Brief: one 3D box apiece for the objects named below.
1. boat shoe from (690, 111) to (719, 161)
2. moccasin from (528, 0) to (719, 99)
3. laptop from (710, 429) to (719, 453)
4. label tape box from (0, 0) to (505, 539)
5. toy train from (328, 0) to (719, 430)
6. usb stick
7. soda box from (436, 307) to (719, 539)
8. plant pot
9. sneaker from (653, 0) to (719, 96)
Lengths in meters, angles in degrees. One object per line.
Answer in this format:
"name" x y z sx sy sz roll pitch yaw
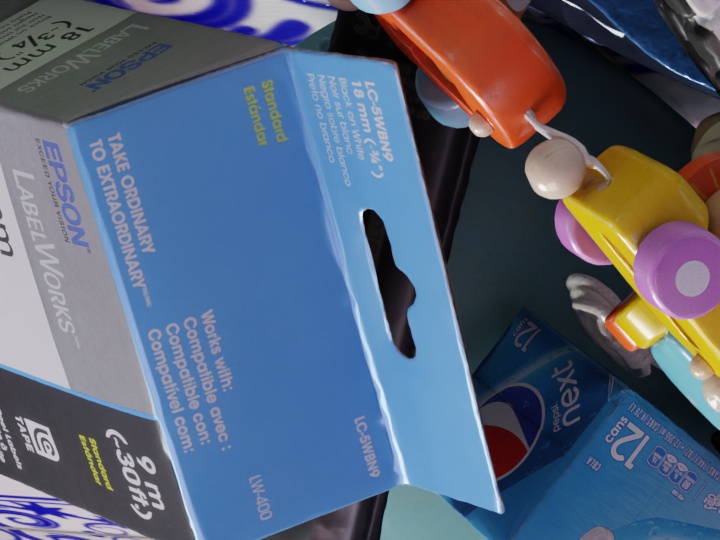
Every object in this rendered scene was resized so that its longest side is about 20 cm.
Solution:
"boat shoe" 0.183 -0.014 0.768 0.200 0.065 0.071 -5 159 41
"moccasin" 0.077 -0.101 0.757 0.200 0.081 0.068 30 -175 13
"laptop" 0.250 0.055 0.876 0.187 0.116 0.200 -39 154 18
"label tape box" -0.062 0.002 0.784 0.200 0.063 0.145 15 129 47
"toy train" 0.075 -0.022 0.733 0.150 0.056 0.200 45 177 42
"usb stick" 0.000 0.000 0.826 0.055 0.201 0.033 23 -159 25
"soda box" 0.109 0.096 0.863 0.200 0.064 0.068 37 -179 -34
"plant pot" 0.035 0.002 0.939 0.200 0.201 0.161 -4 145 41
"sneaker" 0.106 -0.094 0.651 0.200 0.090 0.078 55 -177 -30
